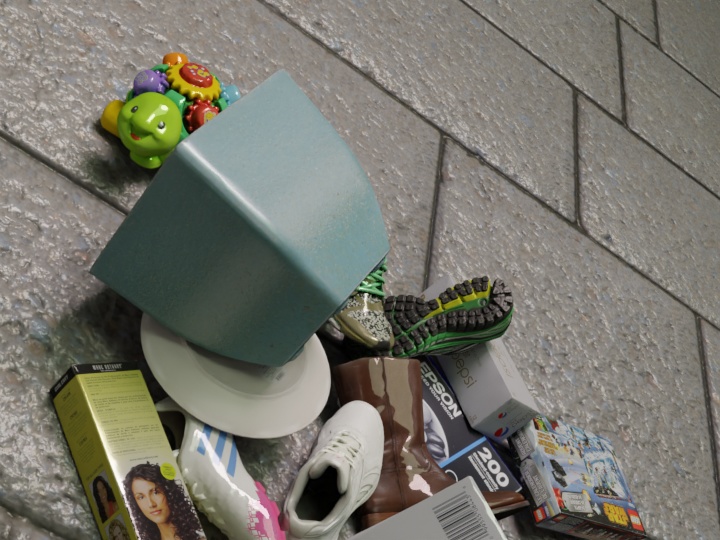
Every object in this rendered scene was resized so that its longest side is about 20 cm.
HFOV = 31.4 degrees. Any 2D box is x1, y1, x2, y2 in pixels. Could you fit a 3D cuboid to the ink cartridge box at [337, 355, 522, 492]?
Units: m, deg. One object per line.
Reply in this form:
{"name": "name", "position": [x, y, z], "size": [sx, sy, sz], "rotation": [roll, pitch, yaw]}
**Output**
{"name": "ink cartridge box", "position": [0.093, 0.190, 1.448], "size": [0.198, 0.043, 0.200], "rotation": [55, 35, 11]}

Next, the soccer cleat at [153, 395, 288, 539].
{"name": "soccer cleat", "position": [-0.138, 0.201, 1.187], "size": [0.086, 0.070, 0.200], "rotation": [-10, 60, -33]}

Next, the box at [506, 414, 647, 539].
{"name": "box", "position": [0.257, 0.251, 1.536], "size": [0.200, 0.040, 0.137], "rotation": [24, 40, -45]}

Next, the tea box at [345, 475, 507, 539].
{"name": "tea box", "position": [0.090, 0.312, 1.166], "size": [0.200, 0.134, 0.197], "rotation": [62, -5, 14]}

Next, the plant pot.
{"name": "plant pot", "position": [-0.091, -0.030, 1.209], "size": [0.200, 0.196, 0.196], "rotation": [42, 39, 0]}

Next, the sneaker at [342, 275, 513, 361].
{"name": "sneaker", "position": [0.078, 0.074, 1.452], "size": [0.085, 0.200, 0.078], "rotation": [74, 5, -55]}

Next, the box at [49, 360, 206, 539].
{"name": "box", "position": [-0.206, 0.178, 1.141], "size": [0.075, 0.050, 0.200], "rotation": [-2, 57, -47]}

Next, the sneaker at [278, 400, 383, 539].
{"name": "sneaker", "position": [-0.021, 0.196, 1.235], "size": [0.078, 0.099, 0.200], "rotation": [23, 50, 4]}

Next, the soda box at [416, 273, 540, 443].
{"name": "soda box", "position": [0.134, 0.101, 1.520], "size": [0.068, 0.064, 0.200], "rotation": [32, 25, -47]}

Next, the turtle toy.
{"name": "turtle toy", "position": [-0.205, -0.171, 1.409], "size": [0.146, 0.101, 0.200], "rotation": [31, 35, 3]}

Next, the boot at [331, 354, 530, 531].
{"name": "boot", "position": [0.072, 0.172, 1.347], "size": [0.186, 0.064, 0.200], "rotation": [-4, 67, -14]}

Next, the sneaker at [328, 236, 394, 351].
{"name": "sneaker", "position": [0.000, 0.000, 1.406], "size": [0.077, 0.089, 0.200], "rotation": [12, 40, -35]}

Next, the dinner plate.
{"name": "dinner plate", "position": [-0.116, 0.075, 1.248], "size": [0.200, 0.024, 0.200], "rotation": [19, 43, -19]}
